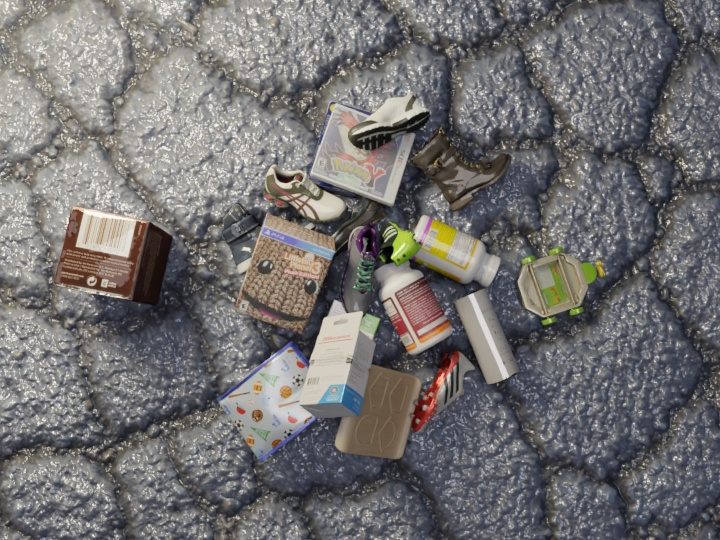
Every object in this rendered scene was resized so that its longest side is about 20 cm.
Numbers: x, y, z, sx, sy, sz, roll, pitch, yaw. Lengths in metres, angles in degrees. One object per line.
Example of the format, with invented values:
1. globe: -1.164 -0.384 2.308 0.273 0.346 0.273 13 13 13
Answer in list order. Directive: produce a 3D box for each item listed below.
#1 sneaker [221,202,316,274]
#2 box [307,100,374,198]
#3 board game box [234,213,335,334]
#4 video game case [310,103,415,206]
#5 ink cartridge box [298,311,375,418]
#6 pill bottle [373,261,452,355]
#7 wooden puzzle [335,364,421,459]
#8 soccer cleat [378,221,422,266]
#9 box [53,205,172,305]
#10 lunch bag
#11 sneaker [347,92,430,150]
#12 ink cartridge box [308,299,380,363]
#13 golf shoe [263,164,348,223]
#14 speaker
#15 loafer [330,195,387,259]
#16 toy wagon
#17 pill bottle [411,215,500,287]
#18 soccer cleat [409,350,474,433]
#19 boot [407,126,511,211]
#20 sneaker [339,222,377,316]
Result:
1. sneaker: -0.213 -0.102 1.522 0.200 0.077 0.148 -27 88 -3
2. box: -0.041 -0.279 1.568 0.119 0.032 0.203 16 83 0
3. board game box: -0.161 0.007 1.453 0.157 0.097 0.202 18 108 -10
4. video game case: 0.007 -0.261 1.529 0.197 0.023 0.185 19 74 -4
5. ink cartridge box: -0.041 0.192 1.385 0.115 0.068 0.202 -11 51 37
6. pill bottle: 0.110 0.073 1.494 0.112 0.113 0.202 -28 86 -4
7. wooden puzzle: 0.035 0.303 1.465 0.199 0.046 0.188 22 81 -42
8. soccer cleat: 0.067 -0.056 1.466 0.081 0.200 0.068 -40 107 -5
9. box: -0.516 -0.025 1.442 0.163 0.200 0.167 11 84 0
10. lunch bag: -0.171 0.274 1.455 0.199 0.124 0.171 -39 87 10
11. sneaker: 0.055 -0.334 1.516 0.198 0.074 0.081 -23 67 -19
12. ink cartridge box: -0.044 0.180 1.501 0.116 0.067 0.203 21 84 1
13. golf shoe: -0.122 -0.168 1.510 0.197 0.089 0.078 17 50 4
14. speaker: 0.279 0.144 1.508 0.080 0.081 0.203 -22 85 -4
15. loafer: -0.018 -0.080 1.529 0.072 0.073 0.201 38 85 -1
16. toy wagon: 0.457 0.028 1.547 0.197 0.040 0.157 -18 85 -4
17. pill bottle: 0.207 -0.037 1.514 0.198 0.104 0.105 26 84 1
18. soccer cleat: 0.181 0.275 1.498 0.085 0.069 0.202 31 82 -17
19. boot: 0.226 -0.252 1.537 0.199 0.069 0.175 -39 100 -4
20. sneaker: 0.000 0.000 1.450 0.073 0.087 0.204 5 82 -14
